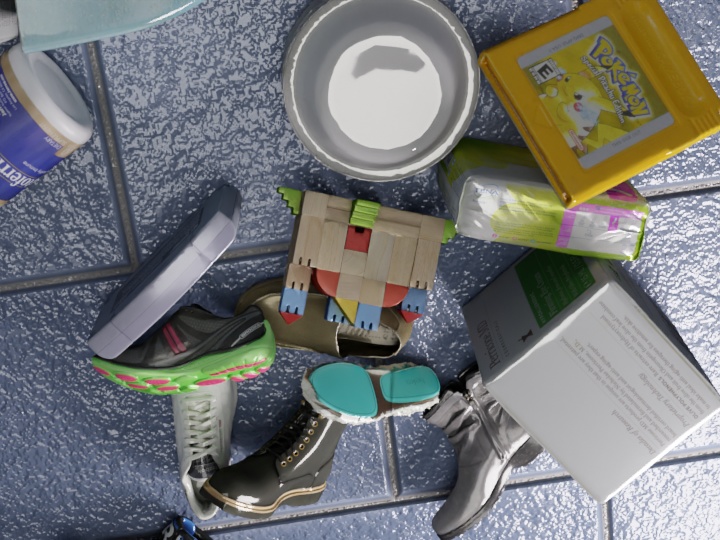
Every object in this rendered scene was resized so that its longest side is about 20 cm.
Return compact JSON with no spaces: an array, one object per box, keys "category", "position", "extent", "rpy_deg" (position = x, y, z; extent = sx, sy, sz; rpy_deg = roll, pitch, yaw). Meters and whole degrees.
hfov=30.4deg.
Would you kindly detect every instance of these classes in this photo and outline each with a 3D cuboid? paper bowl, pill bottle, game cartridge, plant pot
[{"category":"paper bowl","position":[0.021,-0.187,1.326],"extent":[0.199,0.104,0.202],"rpy_deg":[-1,111,-4]},{"category":"pill bottle","position":[-0.373,-0.122,1.310],"extent":[0.199,0.116,0.116],"rpy_deg":[-35,111,10]},{"category":"game cartridge","position":[0.241,-0.178,1.307],"extent":[0.199,0.032,0.177],"rpy_deg":[-27,79,-16]},{"category":"game cartridge","position":[-0.199,0.003,1.366],"extent":[0.040,0.133,0.200],"rpy_deg":[44,103,-11]},{"category":"plant pot","position":[-0.221,-0.320,1.211],"extent":[0.198,0.197,0.198],"rpy_deg":[-6,112,-11]}]

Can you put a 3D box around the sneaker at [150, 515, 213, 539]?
[{"category":"sneaker","position":[-0.251,0.325,1.529],"extent":[0.199,0.073,0.113],"rpy_deg":[19,106,-21]}]

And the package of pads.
[{"category":"package of pads","position":[0.184,-0.074,1.356],"extent":[0.198,0.155,0.069],"rpy_deg":[8,111,-8]}]

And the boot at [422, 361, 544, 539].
[{"category":"boot","position":[0.117,0.201,1.517],"extent":[0.131,0.070,0.200],"rpy_deg":[39,95,-12]}]

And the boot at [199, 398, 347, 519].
[{"category":"boot","position":[-0.084,0.187,1.440],"extent":[0.077,0.200,0.139],"rpy_deg":[32,105,23]}]

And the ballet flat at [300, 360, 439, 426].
[{"category":"ballet flat","position":[0.003,0.138,1.434],"extent":[0.199,0.072,0.072],"rpy_deg":[5,116,-43]}]

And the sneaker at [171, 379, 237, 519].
[{"category":"sneaker","position":[-0.173,0.173,1.465],"extent":[0.076,0.081,0.202],"rpy_deg":[-5,108,0]}]

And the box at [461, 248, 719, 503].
[{"category":"box","position":[0.239,0.089,1.402],"extent":[0.171,0.199,0.200],"rpy_deg":[-42,108,13]}]

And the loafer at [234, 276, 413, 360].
[{"category":"loafer","position":[-0.037,0.054,1.435],"extent":[0.198,0.068,0.077],"rpy_deg":[2,112,-6]}]

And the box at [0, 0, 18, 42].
[{"category":"box","position":[-0.429,-0.301,1.209],"extent":[0.198,0.131,0.201],"rpy_deg":[-4,102,-4]}]

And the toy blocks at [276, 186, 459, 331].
[{"category":"toy blocks","position":[0.000,0.000,1.376],"extent":[0.198,0.100,0.138],"rpy_deg":[11,88,-9]}]

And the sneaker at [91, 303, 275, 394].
[{"category":"sneaker","position":[-0.187,0.081,1.408],"extent":[0.198,0.084,0.077],"rpy_deg":[-9,156,5]}]
